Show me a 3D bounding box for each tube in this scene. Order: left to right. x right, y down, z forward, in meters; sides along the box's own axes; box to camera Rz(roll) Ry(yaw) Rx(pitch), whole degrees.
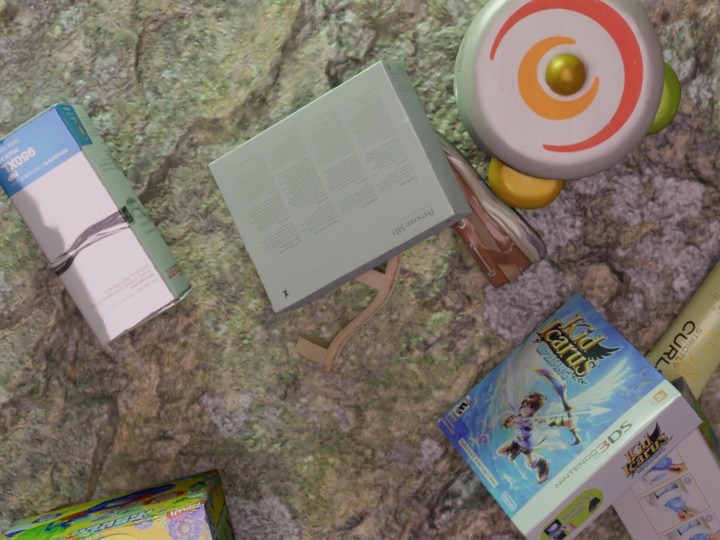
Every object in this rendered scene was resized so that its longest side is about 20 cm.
[{"bbox_3d":[0.312,0.068,1.718,0.058,0.052,0.201,40,100,36],"label":"tube"}]

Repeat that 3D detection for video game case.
[{"bbox_3d":[0.180,0.133,1.645,0.181,0.200,0.045,-42,124,1],"label":"video game case"}]

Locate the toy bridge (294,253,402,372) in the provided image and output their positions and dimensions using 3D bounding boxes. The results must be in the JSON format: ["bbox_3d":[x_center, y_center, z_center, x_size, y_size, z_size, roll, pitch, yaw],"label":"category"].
[{"bbox_3d":[0.000,0.000,1.690,0.067,0.027,0.201,23,103,22],"label":"toy bridge"}]

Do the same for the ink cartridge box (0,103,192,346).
[{"bbox_3d":[-0.239,-0.042,1.648,0.084,0.145,0.201,-32,93,2],"label":"ink cartridge box"}]

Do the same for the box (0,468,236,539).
[{"bbox_3d":[-0.212,0.272,1.644,0.198,0.193,0.123,-14,94,-1],"label":"box"}]

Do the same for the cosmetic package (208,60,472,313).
[{"bbox_3d":[-0.020,-0.072,1.651,0.199,0.052,0.152,-28,80,24],"label":"cosmetic package"}]

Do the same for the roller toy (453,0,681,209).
[{"bbox_3d":[0.173,-0.171,1.652,0.199,0.140,0.183,-32,93,1],"label":"roller toy"}]

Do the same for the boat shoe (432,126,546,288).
[{"bbox_3d":[0.081,-0.066,1.691,0.072,0.076,0.200,-44,89,7],"label":"boat shoe"}]

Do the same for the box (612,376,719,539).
[{"bbox_3d":[0.298,0.217,1.679,0.101,0.113,0.201,-29,98,13],"label":"box"}]
